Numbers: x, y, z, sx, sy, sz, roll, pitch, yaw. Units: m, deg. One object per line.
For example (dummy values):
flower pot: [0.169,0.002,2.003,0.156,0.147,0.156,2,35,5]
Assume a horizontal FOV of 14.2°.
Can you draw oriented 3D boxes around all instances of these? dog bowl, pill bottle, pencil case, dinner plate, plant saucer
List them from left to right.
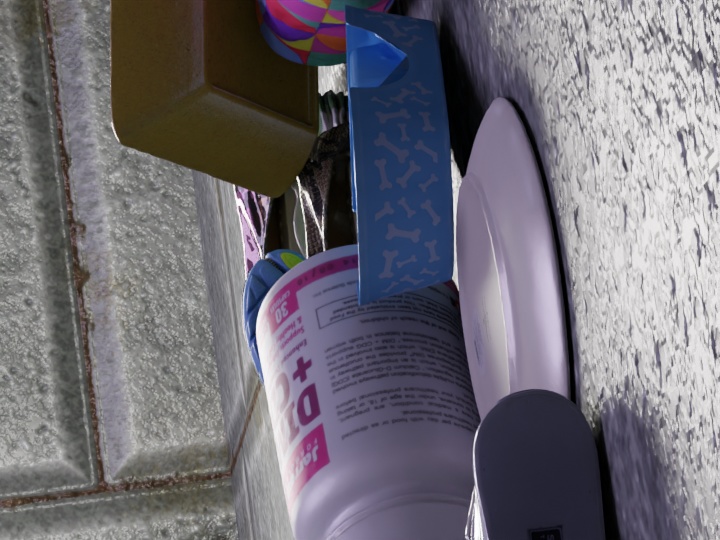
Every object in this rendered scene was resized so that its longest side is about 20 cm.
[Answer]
plant saucer: [-0.079,-0.159,1.735,0.200,0.048,0.201,17,-111,-60]
pencil case: [-0.018,-0.175,1.633,0.200,0.088,0.089,112,151,-78]
pill bottle: [0.014,0.093,1.486,0.114,0.113,0.200,90,170,-47]
dog bowl: [0.019,-0.062,1.476,0.200,0.049,0.112,-92,0,-60]
dinner plate: [0.067,0.020,1.351,0.200,0.024,0.201,174,90,-84]

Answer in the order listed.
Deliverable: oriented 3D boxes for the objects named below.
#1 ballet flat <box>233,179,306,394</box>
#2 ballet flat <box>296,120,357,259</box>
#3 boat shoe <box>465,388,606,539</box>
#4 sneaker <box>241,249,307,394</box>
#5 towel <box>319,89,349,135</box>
ballet flat: [-0.040,0.011,1.916,0.071,0.069,0.201,14,114,62]
ballet flat: [0.000,0.000,1.772,0.075,0.068,0.201,140,128,-58]
boat shoe: [0.080,0.153,1.219,0.065,0.073,0.201,91,-179,-77]
sneaker: [-0.029,0.084,1.842,0.200,0.071,0.083,67,161,-7]
towel: [0.002,-0.002,1.904,0.149,0.031,0.200,93,167,-64]
